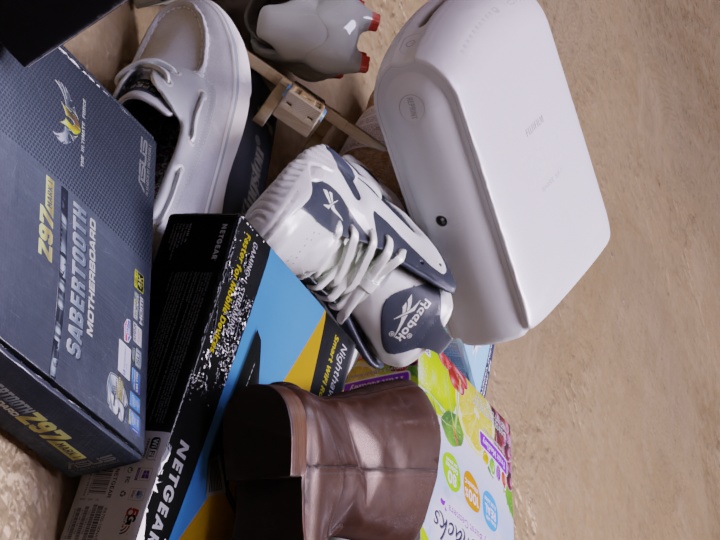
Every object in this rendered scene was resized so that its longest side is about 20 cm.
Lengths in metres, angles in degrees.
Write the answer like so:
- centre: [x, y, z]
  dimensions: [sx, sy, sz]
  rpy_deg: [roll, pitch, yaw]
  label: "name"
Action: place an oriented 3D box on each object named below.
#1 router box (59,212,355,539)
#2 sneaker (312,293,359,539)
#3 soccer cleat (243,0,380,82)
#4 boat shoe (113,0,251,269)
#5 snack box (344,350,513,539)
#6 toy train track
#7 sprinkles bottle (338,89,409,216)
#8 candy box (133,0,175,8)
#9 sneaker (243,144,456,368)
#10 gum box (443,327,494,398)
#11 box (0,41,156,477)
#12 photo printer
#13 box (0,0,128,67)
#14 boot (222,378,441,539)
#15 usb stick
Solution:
- centre: [-0.077, 0.091, 1.374]
  dimensions: [0.149, 0.051, 0.200]
  rpy_deg: [50, 49, -50]
  label: "router box"
- centre: [-0.042, 0.079, 1.520]
  dimensions: [0.092, 0.076, 0.200]
  rpy_deg: [35, 38, -49]
  label: "sneaker"
- centre: [-0.037, -0.157, 1.627]
  dimensions: [0.200, 0.077, 0.069]
  rpy_deg: [-142, -114, -81]
  label: "soccer cleat"
- centre: [-0.113, -0.081, 1.439]
  dimensions: [0.069, 0.072, 0.200]
  rpy_deg: [53, 41, -50]
  label: "boat shoe"
- centre: [0.044, 0.162, 1.671]
  dimensions: [0.169, 0.068, 0.200]
  rpy_deg: [46, 38, -53]
  label: "snack box"
- centre: [-0.039, -0.090, 1.510]
  dimensions: [0.115, 0.033, 0.200]
  rpy_deg: [34, 4, -3]
  label: "toy train track"
- centre: [0.015, -0.066, 1.734]
  dimensions: [0.200, 0.068, 0.068]
  rpy_deg: [-64, 136, -59]
  label: "sprinkles bottle"
- centre: [-0.048, -0.212, 1.574]
  dimensions: [0.200, 0.136, 0.061]
  rpy_deg: [-24, 98, -69]
  label: "candy box"
- centre: [0.000, 0.000, 1.481]
  dimensions: [0.130, 0.079, 0.199]
  rpy_deg: [45, 6, 7]
  label: "sneaker"
- centre: [0.069, -0.017, 1.744]
  dimensions: [0.200, 0.044, 0.170]
  rpy_deg: [73, 26, -66]
  label: "gum box"
- centre: [-0.163, -0.018, 1.287]
  dimensions: [0.158, 0.051, 0.200]
  rpy_deg: [46, 36, -49]
  label: "box"
- centre: [0.081, -0.076, 1.594]
  dimensions: [0.166, 0.069, 0.200]
  rpy_deg: [-43, 119, -56]
  label: "photo printer"
- centre: [-0.173, -0.239, 1.259]
  dimensions: [0.200, 0.104, 0.182]
  rpy_deg: [46, 32, -23]
  label: "box"
- centre: [-0.013, 0.150, 1.388]
  dimensions: [0.200, 0.064, 0.187]
  rpy_deg: [10, 85, -67]
  label: "boot"
- centre: [-0.079, -0.044, 1.536]
  dimensions: [0.055, 0.033, 0.200]
  rpy_deg: [50, 33, -36]
  label: "usb stick"
